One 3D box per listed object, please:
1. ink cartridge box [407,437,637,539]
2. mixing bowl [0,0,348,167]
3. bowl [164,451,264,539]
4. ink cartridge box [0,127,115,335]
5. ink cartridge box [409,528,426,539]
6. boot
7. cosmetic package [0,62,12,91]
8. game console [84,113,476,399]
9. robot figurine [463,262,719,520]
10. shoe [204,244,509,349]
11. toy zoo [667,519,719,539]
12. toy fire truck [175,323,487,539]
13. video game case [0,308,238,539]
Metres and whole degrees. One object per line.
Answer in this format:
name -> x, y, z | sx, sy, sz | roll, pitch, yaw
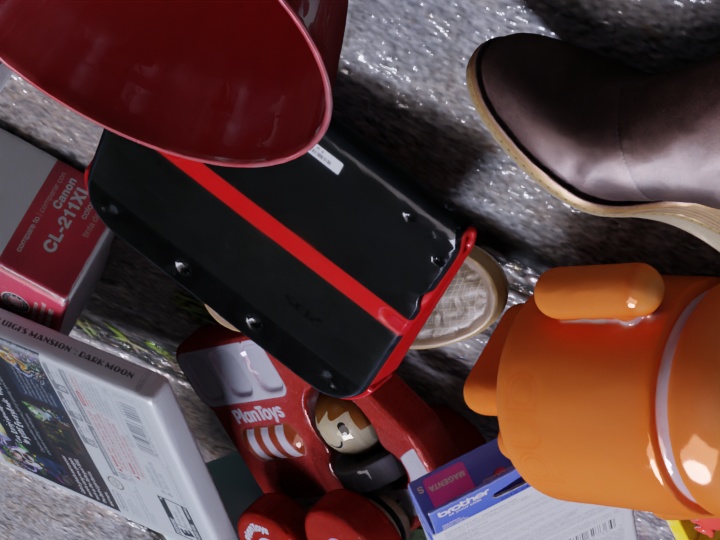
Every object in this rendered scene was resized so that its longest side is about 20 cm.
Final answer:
ink cartridge box -> 0.094, 0.133, 1.240 | 0.042, 0.119, 0.200 | 62, 176, 25
mixing bowl -> -0.080, -0.146, 0.903 | 0.199, 0.109, 0.201 | 23, 156, 11
bowl -> -0.051, 0.196, 1.490 | 0.201, 0.105, 0.201 | 48, 167, 15
ink cartridge box -> -0.254, -0.035, 1.324 | 0.199, 0.083, 0.146 | 29, 156, -2
ink cartridge box -> 0.091, 0.254, 1.583 | 0.094, 0.037, 0.201 | 9, 147, 34
boot -> 0.154, -0.076, 0.879 | 0.199, 0.073, 0.167 | 30, 143, -1
cosmetic package -> -0.259, -0.168, 1.088 | 0.200, 0.072, 0.101 | 42, 152, -28
game console -> -0.047, -0.033, 1.119 | 0.199, 0.031, 0.177 | 37, 140, 5
robot figurine -> 0.147, 0.060, 1.061 | 0.199, 0.116, 0.145 | 2, 101, 44
shoe -> 0.000, 0.000, 1.182 | 0.199, 0.053, 0.071 | 1, 115, 37
toy zoo -> 0.226, 0.133, 1.230 | 0.130, 0.021, 0.200 | 11, 150, 32
toy fire truck -> -0.022, 0.099, 1.333 | 0.199, 0.112, 0.169 | -13, 113, 56
video game case -> -0.173, 0.093, 1.341 | 0.181, 0.023, 0.201 | 20, 152, 23
